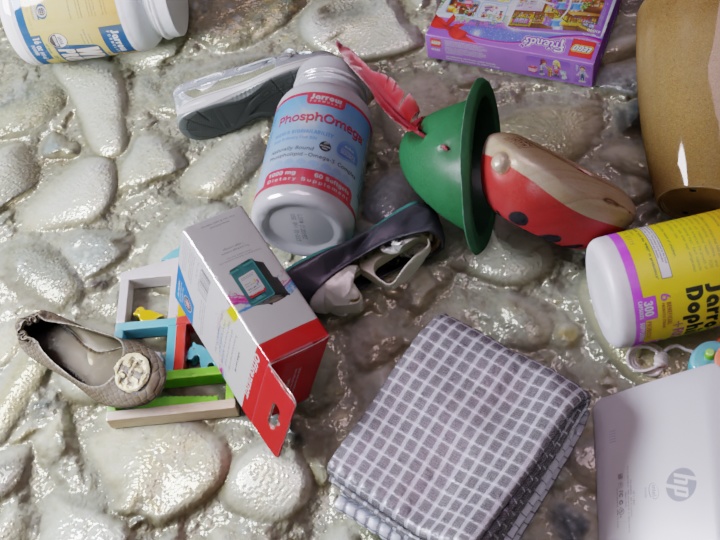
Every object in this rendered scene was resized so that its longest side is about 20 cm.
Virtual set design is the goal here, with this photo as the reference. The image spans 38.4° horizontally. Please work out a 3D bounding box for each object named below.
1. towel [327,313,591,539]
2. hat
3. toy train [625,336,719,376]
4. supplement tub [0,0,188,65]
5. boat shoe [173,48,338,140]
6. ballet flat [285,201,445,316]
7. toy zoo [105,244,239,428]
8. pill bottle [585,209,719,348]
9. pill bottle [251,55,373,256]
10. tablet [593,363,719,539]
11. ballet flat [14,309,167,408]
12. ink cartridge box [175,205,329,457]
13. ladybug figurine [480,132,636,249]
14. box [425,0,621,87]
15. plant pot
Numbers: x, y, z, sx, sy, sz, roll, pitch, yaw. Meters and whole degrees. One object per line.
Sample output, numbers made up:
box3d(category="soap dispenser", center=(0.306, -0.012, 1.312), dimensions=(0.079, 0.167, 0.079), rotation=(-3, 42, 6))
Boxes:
box3d(category="towel", center=(0.084, 0.151, 0.896), dimensions=(0.165, 0.086, 0.200), rotation=(27, 65, 25))
box3d(category="hat", center=(0.043, -0.113, 1.040), dimensions=(0.174, 0.167, 0.201), rotation=(2, 39, 18))
box3d(category="toy train", center=(0.298, 0.136, 0.887), dimensions=(0.148, 0.056, 0.202), rotation=(-5, 57, 6))
box3d(category="supplement tub", center=(-0.320, -0.332, 1.247), dimensions=(0.198, 0.145, 0.146), rotation=(-6, 56, 6))
box3d(category="boat shoe", center=(-0.117, -0.212, 1.179), dimensions=(0.200, 0.075, 0.065), rotation=(-20, 60, 5))
box3d(category="ballet flat", center=(0.000, 0.000, 1.022), dimensions=(0.199, 0.073, 0.073), rotation=(-29, 57, -12))
box3d(category="toy zoo", center=(-0.183, 0.058, 1.042), dimensions=(0.130, 0.021, 0.202), rotation=(-6, 57, 6))
box3d(category="pill bottle", center=(0.314, 0.000, 0.943), dimensions=(0.198, 0.105, 0.105), rotation=(-13, 56, 1))
box3d(category="pill bottle", center=(-0.045, -0.124, 1.084), dimensions=(0.108, 0.109, 0.202), rotation=(2, 57, 11))
box3d(category="tablet", center=(0.247, 0.182, 0.847), dimensions=(0.130, 0.014, 0.202), rotation=(-27, 46, 40))
box3d(category="ballet flat", center=(-0.270, 0.080, 1.007), dimensions=(0.199, 0.046, 0.068), rotation=(20, 71, 33))
box3d(category="ink cartridge box", center=(-0.095, 0.057, 0.954), dimensions=(0.067, 0.117, 0.201), rotation=(-23, 65, -27))
box3d(category="ladybug figurine", center=(0.181, -0.071, 0.982), dimensions=(0.136, 0.199, 0.072), rotation=(42, 108, 44))
box3d(category="box", center=(0.190, -0.291, 1.196), dimensions=(0.198, 0.039, 0.138), rotation=(15, 60, 18))
box3d(category="plant pot", center=(0.348, -0.153, 1.011), dimensions=(0.184, 0.187, 0.202), rotation=(10, 73, 16))
